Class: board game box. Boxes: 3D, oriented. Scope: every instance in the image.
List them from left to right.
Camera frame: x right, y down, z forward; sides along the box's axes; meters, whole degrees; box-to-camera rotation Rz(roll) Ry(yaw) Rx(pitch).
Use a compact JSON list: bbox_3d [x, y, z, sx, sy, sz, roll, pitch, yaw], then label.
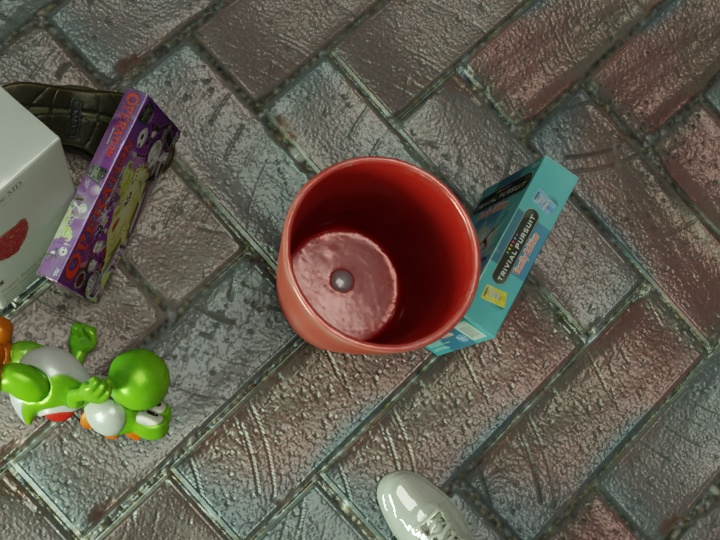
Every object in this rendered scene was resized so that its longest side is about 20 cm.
[{"bbox_3d":[-0.245,-0.071,1.319,0.032,0.120,0.200,23,83,16],"label":"board game box"},{"bbox_3d":[0.137,-0.013,1.417,0.047,0.151,0.200,33,71,-11],"label":"board game box"}]

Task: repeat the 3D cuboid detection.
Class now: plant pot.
[{"bbox_3d":[0.000,0.000,1.361,0.200,0.177,0.201,3,77,-15],"label":"plant pot"}]

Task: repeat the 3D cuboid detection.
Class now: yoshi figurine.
[{"bbox_3d":[-0.270,0.098,1.302,0.200,0.112,0.113,22,66,-14],"label":"yoshi figurine"}]

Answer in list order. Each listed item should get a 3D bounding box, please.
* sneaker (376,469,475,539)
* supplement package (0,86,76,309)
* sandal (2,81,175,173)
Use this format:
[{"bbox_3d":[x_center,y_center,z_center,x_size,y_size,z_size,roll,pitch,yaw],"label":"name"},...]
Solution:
[{"bbox_3d":[0.101,0.283,1.361,0.074,0.116,0.200,-38,89,-18],"label":"sneaker"},{"bbox_3d":[-0.351,-0.074,1.253,0.120,0.200,0.121,40,70,13],"label":"supplement package"},{"bbox_3d":[-0.286,-0.149,1.374,0.199,0.055,0.082,7,99,-27],"label":"sandal"}]
